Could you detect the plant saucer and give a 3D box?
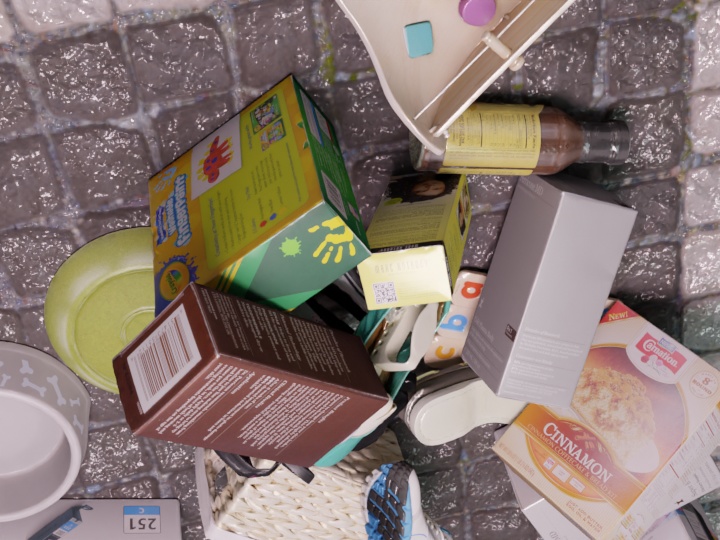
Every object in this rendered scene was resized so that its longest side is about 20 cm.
[{"bbox_3d":[-0.201,0.051,1.140,0.197,0.031,0.202,-6,125,-8],"label":"plant saucer"}]

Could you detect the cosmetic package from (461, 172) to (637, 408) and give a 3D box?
[{"bbox_3d":[0.173,0.014,1.115,0.089,0.107,0.203,9,104,-17],"label":"cosmetic package"}]

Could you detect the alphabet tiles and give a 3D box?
[{"bbox_3d":[0.169,0.062,1.236,0.193,0.015,0.202,9,123,-18],"label":"alphabet tiles"}]

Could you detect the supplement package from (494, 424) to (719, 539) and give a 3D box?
[{"bbox_3d":[0.267,0.203,1.291,0.198,0.120,0.122,-30,126,11],"label":"supplement package"}]

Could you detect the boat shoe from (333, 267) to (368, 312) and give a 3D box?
[{"bbox_3d":[0.000,0.000,1.132,0.071,0.072,0.200,-46,126,-1],"label":"boat shoe"}]

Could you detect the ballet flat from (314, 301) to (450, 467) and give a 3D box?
[{"bbox_3d":[0.014,0.082,1.017,0.067,0.070,0.202,32,86,-28],"label":"ballet flat"}]

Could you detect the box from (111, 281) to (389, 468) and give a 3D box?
[{"bbox_3d":[-0.080,0.085,0.919,0.100,0.075,0.199,-41,142,22],"label":"box"}]

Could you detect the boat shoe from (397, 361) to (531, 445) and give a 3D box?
[{"bbox_3d":[0.126,0.123,1.219,0.199,0.060,0.073,-11,115,-27],"label":"boat shoe"}]

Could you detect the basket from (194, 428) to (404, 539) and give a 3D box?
[{"bbox_3d":[-0.054,0.215,1.227,0.198,0.136,0.124,24,114,-27],"label":"basket"}]

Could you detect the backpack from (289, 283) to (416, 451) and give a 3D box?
[{"bbox_3d":[-0.069,0.077,1.089,0.200,0.166,0.127,45,65,-29],"label":"backpack"}]

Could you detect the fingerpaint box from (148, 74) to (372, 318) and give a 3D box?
[{"bbox_3d":[-0.090,-0.044,0.989,0.166,0.201,0.073,-34,126,13],"label":"fingerpaint box"}]

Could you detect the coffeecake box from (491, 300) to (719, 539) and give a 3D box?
[{"bbox_3d":[0.256,0.157,1.184,0.200,0.153,0.073,-48,141,-5],"label":"coffeecake box"}]

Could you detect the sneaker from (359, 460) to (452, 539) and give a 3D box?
[{"bbox_3d":[0.051,0.259,1.174,0.086,0.075,0.202,-18,129,-25],"label":"sneaker"}]

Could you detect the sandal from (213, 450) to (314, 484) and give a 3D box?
[{"bbox_3d":[-0.123,0.150,1.099,0.048,0.199,0.075,-53,150,-12],"label":"sandal"}]

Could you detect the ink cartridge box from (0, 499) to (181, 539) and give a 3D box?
[{"bbox_3d":[-0.280,0.312,1.219,0.197,0.177,0.045,2,125,-14],"label":"ink cartridge box"}]

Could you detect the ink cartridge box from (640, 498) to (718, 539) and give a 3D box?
[{"bbox_3d":[0.326,0.326,1.342,0.085,0.201,0.148,30,116,-28],"label":"ink cartridge box"}]

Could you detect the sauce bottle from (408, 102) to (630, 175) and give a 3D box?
[{"bbox_3d":[0.143,-0.117,1.072,0.197,0.065,0.065,1,125,-14],"label":"sauce bottle"}]

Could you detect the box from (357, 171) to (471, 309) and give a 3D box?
[{"bbox_3d":[0.050,-0.032,1.019,0.074,0.200,0.051,-7,112,12],"label":"box"}]

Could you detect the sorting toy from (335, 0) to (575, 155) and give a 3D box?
[{"bbox_3d":[0.067,-0.233,0.957,0.179,0.107,0.200,38,111,-24],"label":"sorting toy"}]

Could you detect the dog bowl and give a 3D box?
[{"bbox_3d":[-0.362,0.166,1.172,0.197,0.059,0.202,-5,126,-7],"label":"dog bowl"}]
